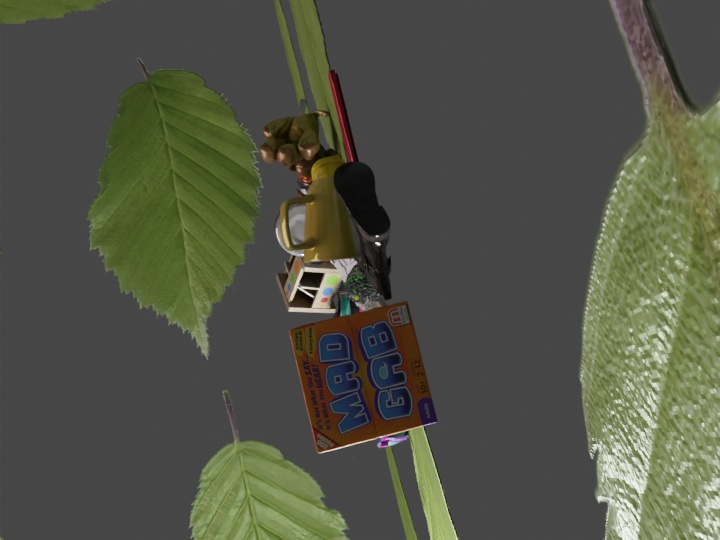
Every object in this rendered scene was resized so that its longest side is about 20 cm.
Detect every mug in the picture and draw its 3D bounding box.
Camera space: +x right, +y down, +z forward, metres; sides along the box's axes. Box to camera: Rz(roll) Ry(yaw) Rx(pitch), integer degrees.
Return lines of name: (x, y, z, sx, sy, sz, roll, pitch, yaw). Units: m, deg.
mug: (-0.047, -0.097, 1.350, 0.186, 0.149, 0.154, -12, -83, -69)

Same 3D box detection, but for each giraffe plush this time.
giraffe plush: (-0.146, -0.306, 1.833, 0.163, 0.172, 0.201, 70, -143, -51)

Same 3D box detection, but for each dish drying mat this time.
dish drying mat: (-0.030, -0.280, 1.394, 0.077, 0.018, 0.201, -146, 41, -85)

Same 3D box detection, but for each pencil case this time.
pencil case: (0.055, 0.324, 1.760, 0.092, 0.085, 0.201, 14, -123, -64)

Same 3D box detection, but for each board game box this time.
board game box: (0.000, 0.178, 1.242, 0.200, 0.199, 0.201, 111, 145, -83)

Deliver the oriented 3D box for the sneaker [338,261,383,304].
sneaker: (0.008, 0.012, 1.439, 0.086, 0.078, 0.200, -69, 14, -11)

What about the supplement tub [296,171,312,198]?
supplement tub: (-0.106, -0.194, 1.974, 0.123, 0.122, 0.201, -109, 7, -51)

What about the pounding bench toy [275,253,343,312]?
pounding bench toy: (-0.078, 0.003, 1.750, 0.156, 0.199, 0.125, -65, 34, 34)

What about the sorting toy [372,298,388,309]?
sorting toy: (0.054, 0.154, 1.472, 0.185, 0.036, 0.201, -123, 22, -70)

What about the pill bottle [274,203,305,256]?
pill bottle: (-0.132, -0.092, 1.579, 0.200, 0.110, 0.112, -143, 39, -81)

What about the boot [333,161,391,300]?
boot: (0.008, -0.067, 1.237, 0.175, 0.069, 0.201, 83, 170, -54)

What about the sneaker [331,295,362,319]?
sneaker: (-0.008, 0.130, 1.720, 0.084, 0.120, 0.201, -126, 22, -78)

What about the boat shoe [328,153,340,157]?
boat shoe: (-0.066, -0.190, 1.747, 0.075, 0.066, 0.201, 93, 169, -70)

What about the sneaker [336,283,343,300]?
sneaker: (-0.028, 0.033, 1.930, 0.075, 0.084, 0.201, 81, 174, -52)

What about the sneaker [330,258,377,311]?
sneaker: (0.000, 0.000, 1.618, 0.080, 0.076, 0.201, -11, -111, -54)

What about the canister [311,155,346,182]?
canister: (-0.041, -0.136, 1.557, 0.200, 0.086, 0.149, -112, 8, -53)
